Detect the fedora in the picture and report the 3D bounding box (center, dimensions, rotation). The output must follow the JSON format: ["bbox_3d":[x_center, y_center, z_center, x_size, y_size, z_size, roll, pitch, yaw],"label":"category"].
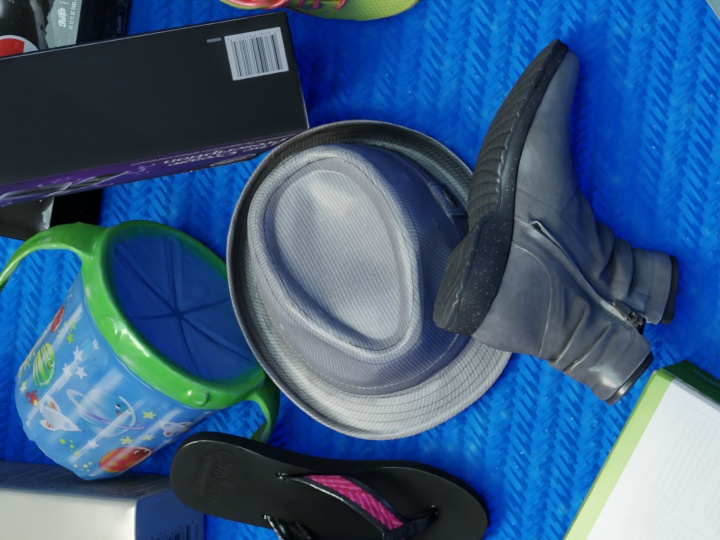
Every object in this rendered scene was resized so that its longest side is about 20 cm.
[{"bbox_3d":[0.000,0.000,1.471,0.176,0.090,0.201,-26,80,8],"label":"fedora"}]

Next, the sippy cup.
[{"bbox_3d":[-0.147,0.059,1.536,0.130,0.139,0.178,-43,68,29],"label":"sippy cup"}]

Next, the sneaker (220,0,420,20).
[{"bbox_3d":[-0.047,-0.182,1.456,0.199,0.090,0.078,10,120,-22],"label":"sneaker"}]

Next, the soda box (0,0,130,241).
[{"bbox_3d":[-0.199,-0.120,1.573,0.063,0.071,0.201,11,96,22],"label":"soda box"}]

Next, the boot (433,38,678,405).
[{"bbox_3d":[0.130,-0.027,1.445,0.131,0.070,0.201,22,72,-9],"label":"boot"}]

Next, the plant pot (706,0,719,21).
[{"bbox_3d":[0.269,-0.220,1.319,0.200,0.196,0.196,-37,79,28],"label":"plant pot"}]

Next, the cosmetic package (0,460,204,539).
[{"bbox_3d":[-0.210,0.175,1.577,0.199,0.103,0.088,4,96,23],"label":"cosmetic package"}]

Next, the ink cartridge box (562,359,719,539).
[{"bbox_3d":[0.229,0.166,1.411,0.199,0.076,0.148,31,103,17],"label":"ink cartridge box"}]

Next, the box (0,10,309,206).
[{"bbox_3d":[-0.148,-0.093,1.467,0.199,0.141,0.079,-12,91,-18],"label":"box"}]

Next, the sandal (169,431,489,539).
[{"bbox_3d":[-0.020,0.149,1.493,0.199,0.045,0.075,11,118,-3],"label":"sandal"}]
